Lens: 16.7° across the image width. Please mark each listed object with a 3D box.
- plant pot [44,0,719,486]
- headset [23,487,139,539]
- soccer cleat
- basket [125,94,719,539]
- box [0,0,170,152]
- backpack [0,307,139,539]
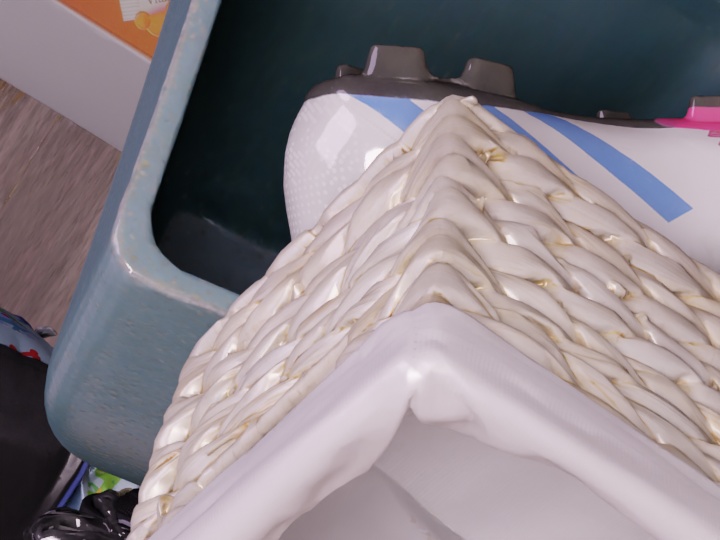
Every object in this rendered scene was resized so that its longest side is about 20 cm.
[{"bbox_3d":[0.000,0.000,0.812,0.200,0.195,0.197,-49,22,54],"label":"plant pot"},{"bbox_3d":[-0.094,0.133,0.912,0.200,0.093,0.124,128,153,-62],"label":"headset"},{"bbox_3d":[0.073,-0.007,0.690,0.070,0.199,0.087,163,113,-76],"label":"soccer cleat"},{"bbox_3d":[0.051,0.073,0.611,0.136,0.200,0.124,-44,22,29],"label":"basket"},{"bbox_3d":[-0.056,-0.110,1.019,0.097,0.199,0.125,-15,49,57],"label":"box"},{"bbox_3d":[-0.197,0.098,1.116,0.184,0.147,0.200,-58,28,4],"label":"backpack"}]
